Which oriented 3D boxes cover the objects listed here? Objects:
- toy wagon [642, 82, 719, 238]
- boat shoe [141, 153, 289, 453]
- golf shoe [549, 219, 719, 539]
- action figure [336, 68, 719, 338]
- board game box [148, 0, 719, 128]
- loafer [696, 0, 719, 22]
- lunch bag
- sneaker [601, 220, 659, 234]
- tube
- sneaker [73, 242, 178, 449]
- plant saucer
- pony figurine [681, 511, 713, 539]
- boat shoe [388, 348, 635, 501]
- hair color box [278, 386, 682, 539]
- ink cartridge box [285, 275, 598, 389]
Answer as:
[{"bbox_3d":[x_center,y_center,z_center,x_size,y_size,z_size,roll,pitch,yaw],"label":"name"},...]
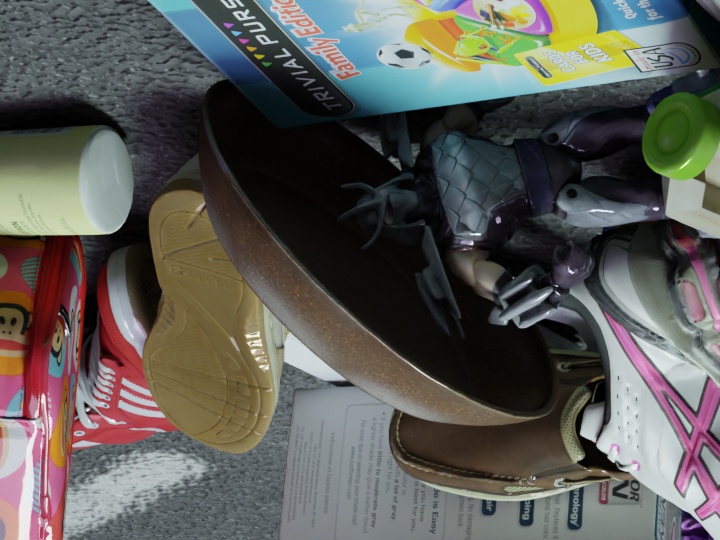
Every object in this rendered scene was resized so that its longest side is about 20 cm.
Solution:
[{"bbox_3d":[0.211,-0.054,1.070,0.155,0.040,0.200,19,147,-39],"label":"toy wagon"},{"bbox_3d":[-0.059,0.010,1.347,0.074,0.069,0.200,22,143,11],"label":"boat shoe"},{"bbox_3d":[0.149,0.070,1.268,0.092,0.200,0.073,-18,-166,16],"label":"golf shoe"},{"bbox_3d":[0.087,-0.043,1.181,0.200,0.130,0.069,-11,169,-5],"label":"action figure"},{"bbox_3d":[0.025,-0.119,1.106,0.200,0.047,0.151,-7,153,25],"label":"board game box"},{"bbox_3d":[0.187,-0.093,1.093,0.070,0.070,0.200,20,171,42],"label":"loafer"},{"bbox_3d":[-0.182,0.072,1.397,0.082,0.176,0.200,5,118,-4],"label":"lunch bag"},{"bbox_3d":[0.183,0.018,1.352,0.200,0.075,0.088,21,152,-30],"label":"sneaker"},{"bbox_3d":[-0.205,-0.038,1.336,0.200,0.052,0.058,0,116,24],"label":"tube"},{"bbox_3d":[-0.130,0.044,1.477,0.112,0.071,0.200,-5,157,14],"label":"sneaker"},{"bbox_3d":[0.000,0.000,1.208,0.200,0.200,0.037,27,113,-41],"label":"plant saucer"},{"bbox_3d":[0.209,0.138,1.560,0.193,0.167,0.200,4,142,-17],"label":"pony figurine"},{"bbox_3d":[0.105,0.070,1.366,0.202,0.075,0.075,-6,171,16],"label":"boat shoe"},{"bbox_3d":[0.063,0.112,1.452,0.200,0.100,0.061,-3,156,19],"label":"hair color box"},{"bbox_3d":[0.049,0.025,1.433,0.174,0.044,0.200,-17,148,39],"label":"ink cartridge box"}]
